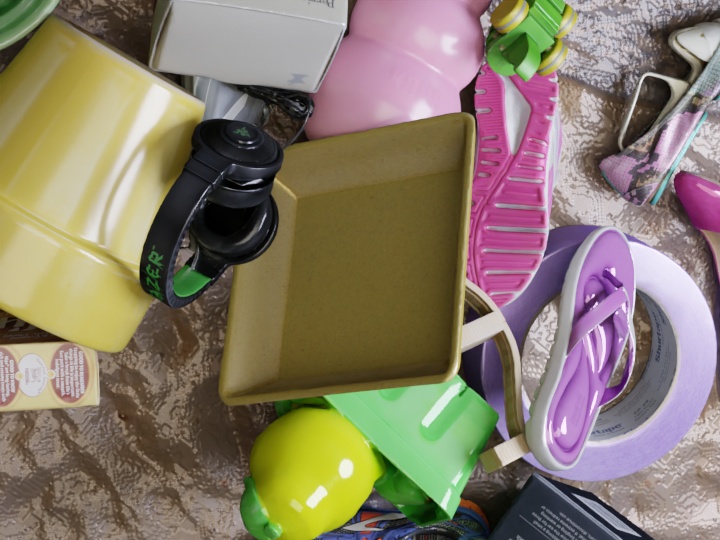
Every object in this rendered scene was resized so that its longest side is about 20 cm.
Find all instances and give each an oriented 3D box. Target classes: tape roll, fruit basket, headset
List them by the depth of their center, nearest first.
[{"bbox_3d":[-0.101,-0.065,1.289,0.094,0.124,0.200,30,57,15],"label":"headset"},{"bbox_3d":[-0.019,0.133,1.382,0.214,0.156,0.217,2,79,-10],"label":"fruit basket"},{"bbox_3d":[0.187,0.067,1.476,0.199,0.066,0.201,-2,102,-10],"label":"tape roll"}]

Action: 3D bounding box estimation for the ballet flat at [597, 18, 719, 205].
[{"bbox_3d":[0.262,-0.147,1.450,0.071,0.069,0.200,36,95,-1],"label":"ballet flat"}]

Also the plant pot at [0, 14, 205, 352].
[{"bbox_3d":[-0.211,-0.070,1.302,0.200,0.201,0.189,30,93,-15],"label":"plant pot"}]

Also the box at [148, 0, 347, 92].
[{"bbox_3d":[-0.077,-0.246,1.293,0.127,0.109,0.201,6,68,-13],"label":"box"}]

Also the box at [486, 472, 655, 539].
[{"bbox_3d":[0.146,0.280,1.455,0.107,0.148,0.200,37,95,28],"label":"box"}]

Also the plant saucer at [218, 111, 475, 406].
[{"bbox_3d":[0.000,0.000,1.292,0.048,0.199,0.201,33,56,-51],"label":"plant saucer"}]

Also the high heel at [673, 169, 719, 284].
[{"bbox_3d":[0.300,0.003,1.472,0.200,0.067,0.096,40,82,-37],"label":"high heel"}]

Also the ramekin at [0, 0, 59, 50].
[{"bbox_3d":[-0.301,-0.254,1.298,0.199,0.098,0.201,-2,102,-11],"label":"ramekin"}]

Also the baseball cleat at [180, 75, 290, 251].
[{"bbox_3d":[-0.093,-0.109,1.383,0.106,0.070,0.201,-4,103,-10],"label":"baseball cleat"}]

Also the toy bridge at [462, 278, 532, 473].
[{"bbox_3d":[0.080,0.051,1.371,0.067,0.027,0.201,-22,79,-30],"label":"toy bridge"}]

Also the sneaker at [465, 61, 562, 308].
[{"bbox_3d":[0.121,-0.068,1.416,0.081,0.088,0.201,13,93,14],"label":"sneaker"}]

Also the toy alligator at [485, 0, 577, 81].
[{"bbox_3d":[0.129,-0.205,1.380,0.054,0.201,0.059,-26,123,39],"label":"toy alligator"}]

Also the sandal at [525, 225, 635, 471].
[{"bbox_3d":[0.184,0.061,1.375,0.082,0.050,0.204,39,61,-40],"label":"sandal"}]

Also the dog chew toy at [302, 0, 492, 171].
[{"bbox_3d":[0.038,-0.167,1.374,0.124,0.124,0.201,28,88,-15],"label":"dog chew toy"}]

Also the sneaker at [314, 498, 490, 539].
[{"bbox_3d":[0.015,0.228,1.469,0.199,0.078,0.076,-10,103,-9],"label":"sneaker"}]

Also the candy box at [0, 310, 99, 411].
[{"bbox_3d":[-0.298,0.068,1.357,0.199,0.115,0.056,-2,103,-10],"label":"candy box"}]
